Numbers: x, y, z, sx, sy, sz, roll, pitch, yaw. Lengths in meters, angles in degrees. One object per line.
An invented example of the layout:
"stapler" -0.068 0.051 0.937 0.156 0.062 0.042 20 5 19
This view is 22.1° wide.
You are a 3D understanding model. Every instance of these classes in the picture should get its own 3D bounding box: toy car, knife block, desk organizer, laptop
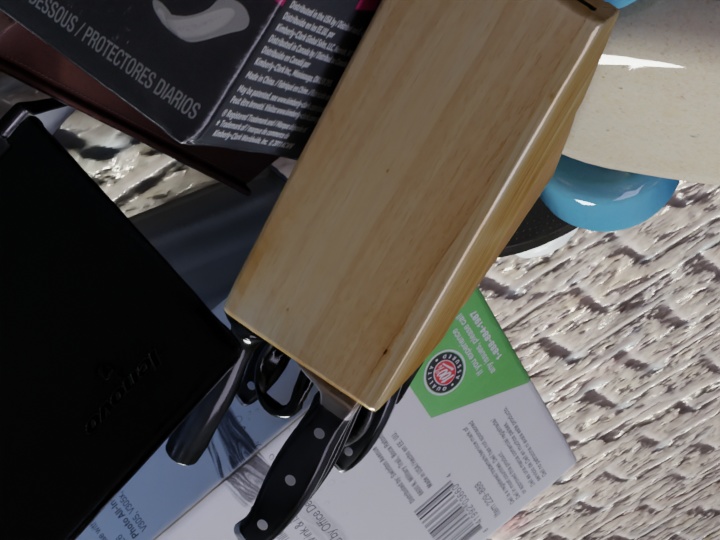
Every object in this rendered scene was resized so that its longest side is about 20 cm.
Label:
"toy car" 0.144 -0.134 0.670 0.176 0.201 0.184 10 155 15
"knife block" 0.000 0.000 0.605 0.176 0.064 0.200 -55 172 -18
"desk organizer" -0.082 -0.104 0.747 0.077 0.072 0.200 -38 154 13
"laptop" -0.141 0.043 0.683 0.187 0.116 0.200 -47 -175 5

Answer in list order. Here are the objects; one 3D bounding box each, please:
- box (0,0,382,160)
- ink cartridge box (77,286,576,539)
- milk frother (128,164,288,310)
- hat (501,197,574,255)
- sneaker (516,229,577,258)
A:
"box" -0.026 -0.149 0.566 0.200 0.122 0.106 -57 165 10
"ink cartridge box" -0.027 0.085 0.766 0.200 0.084 0.146 -39 137 -7
"milk frother" -0.129 0.042 0.889 0.188 0.200 0.181 -22 128 -23
"hat" 0.064 -0.090 0.830 0.200 0.081 0.201 -20 152 -11
"sneaker" 0.051 -0.060 0.965 0.129 0.080 0.199 -21 154 -14
